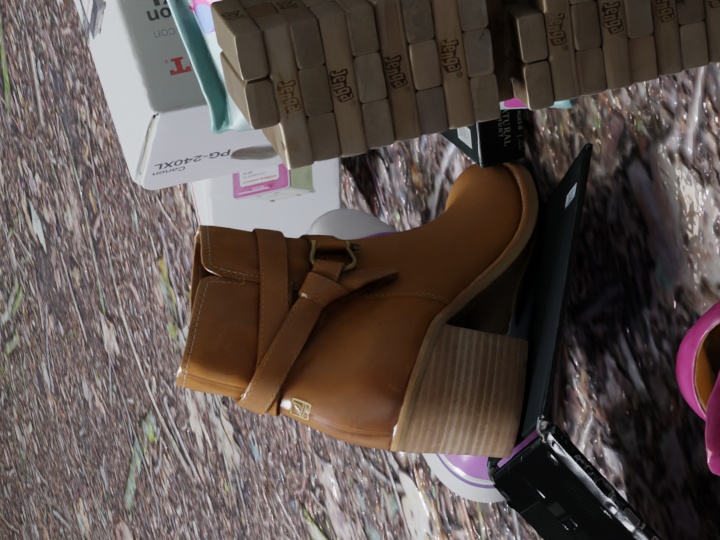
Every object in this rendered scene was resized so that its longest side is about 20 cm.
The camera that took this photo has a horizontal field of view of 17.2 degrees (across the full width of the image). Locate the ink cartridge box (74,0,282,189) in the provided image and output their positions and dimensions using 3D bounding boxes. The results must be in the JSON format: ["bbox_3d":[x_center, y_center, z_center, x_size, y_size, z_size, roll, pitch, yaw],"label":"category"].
[{"bbox_3d":[-0.067,-0.157,1.167,0.083,0.145,0.201,118,135,-64],"label":"ink cartridge box"}]

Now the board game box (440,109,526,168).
[{"bbox_3d":[0.026,-0.148,1.176,0.200,0.028,0.136,-133,33,-59],"label":"board game box"}]

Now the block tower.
[{"bbox_3d":[0.050,-0.089,0.859,0.058,0.199,0.054,-124,22,-67],"label":"block tower"}]

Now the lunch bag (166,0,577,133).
[{"bbox_3d":[-0.001,-0.167,0.935,0.122,0.170,0.201,-62,-38,-52],"label":"lunch bag"}]

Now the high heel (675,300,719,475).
[{"bbox_3d":[0.134,0.048,0.876,0.200,0.095,0.068,-165,61,-73],"label":"high heel"}]

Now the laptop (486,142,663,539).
[{"bbox_3d":[0.120,0.069,1.051,0.200,0.103,0.177,47,170,6],"label":"laptop"}]

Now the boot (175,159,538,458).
[{"bbox_3d":[0.000,0.000,1.083,0.200,0.154,0.074,-82,3,-55],"label":"boot"}]

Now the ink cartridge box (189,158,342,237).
[{"bbox_3d":[-0.064,-0.118,1.348,0.200,0.084,0.145,91,167,-50],"label":"ink cartridge box"}]

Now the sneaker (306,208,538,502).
[{"bbox_3d":[0.037,0.010,1.221,0.201,0.072,0.115,51,150,36],"label":"sneaker"}]
